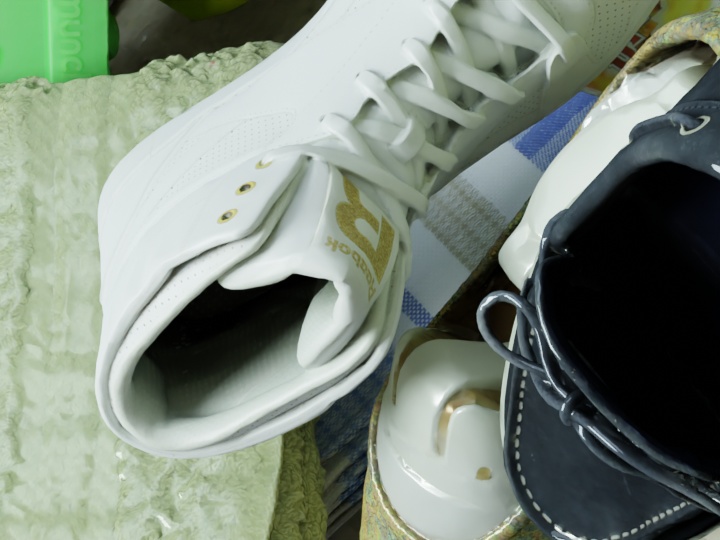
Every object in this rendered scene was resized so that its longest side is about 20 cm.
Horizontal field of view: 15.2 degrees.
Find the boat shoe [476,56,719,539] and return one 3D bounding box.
[{"bbox_3d":[0.063,0.013,0.557,0.062,0.075,0.200,-38,-11,-29],"label":"boat shoe"}]

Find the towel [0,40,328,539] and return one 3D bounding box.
[{"bbox_3d":[-0.080,0.029,0.760,0.148,0.036,0.200,-7,61,10],"label":"towel"}]

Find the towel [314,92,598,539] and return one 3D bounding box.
[{"bbox_3d":[0.000,0.000,0.799,0.200,0.024,0.147,-45,39,1],"label":"towel"}]

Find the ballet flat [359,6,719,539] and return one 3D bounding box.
[{"bbox_3d":[0.047,0.014,0.666,0.200,0.071,0.071,-52,36,22],"label":"ballet flat"}]

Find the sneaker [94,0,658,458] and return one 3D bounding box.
[{"bbox_3d":[0.013,-0.031,0.657,0.200,0.074,0.116,-41,22,20],"label":"sneaker"}]

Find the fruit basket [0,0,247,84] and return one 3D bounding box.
[{"bbox_3d":[-0.086,-0.110,0.874,0.216,0.216,0.156,-37,40,11],"label":"fruit basket"}]

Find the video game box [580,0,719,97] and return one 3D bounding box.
[{"bbox_3d":[0.142,-0.119,0.680,0.182,0.047,0.200,23,97,42],"label":"video game box"}]

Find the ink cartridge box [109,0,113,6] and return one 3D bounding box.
[{"bbox_3d":[-0.128,-0.183,1.050,0.200,0.050,0.162,20,71,45],"label":"ink cartridge box"}]
